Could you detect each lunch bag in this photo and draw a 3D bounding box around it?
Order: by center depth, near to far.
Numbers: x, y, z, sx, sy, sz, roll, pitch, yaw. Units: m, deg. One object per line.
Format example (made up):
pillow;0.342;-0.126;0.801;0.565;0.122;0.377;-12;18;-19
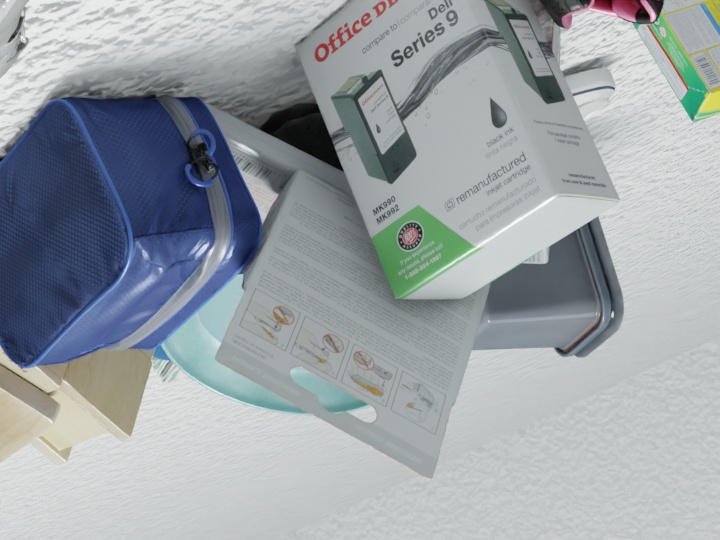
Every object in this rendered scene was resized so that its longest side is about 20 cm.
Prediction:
lunch bag;-0.160;-0.032;1.072;0.132;0.136;0.200;-8;157;-47

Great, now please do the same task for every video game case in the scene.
video game case;-0.077;-0.033;1.193;0.200;0.024;0.182;26;142;-19

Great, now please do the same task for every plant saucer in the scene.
plant saucer;-0.059;0.048;1.249;0.200;0.036;0.200;7;144;5

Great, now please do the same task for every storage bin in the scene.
storage bin;0.140;-0.013;1.512;0.134;0.200;0.146;-5;159;-21

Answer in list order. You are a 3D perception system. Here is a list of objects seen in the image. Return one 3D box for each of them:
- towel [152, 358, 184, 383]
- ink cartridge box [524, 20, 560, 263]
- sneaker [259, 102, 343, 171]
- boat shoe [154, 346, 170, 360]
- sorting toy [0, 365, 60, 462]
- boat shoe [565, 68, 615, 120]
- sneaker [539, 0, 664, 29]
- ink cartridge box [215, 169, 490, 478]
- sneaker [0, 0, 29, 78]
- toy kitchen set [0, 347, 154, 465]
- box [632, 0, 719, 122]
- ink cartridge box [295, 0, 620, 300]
towel;-0.106;0.063;1.675;0.200;0.031;0.149;-11;161;-40
ink cartridge box;0.130;-0.112;1.235;0.043;0.174;0.200;2;167;7
sneaker;0.018;-0.061;1.220;0.104;0.200;0.060;-36;-151;-4
boat shoe;-0.127;0.027;1.410;0.200;0.084;0.069;-25;-174;46
sorting toy;-0.359;0.111;1.154;0.199;0.070;0.200;37;131;-24
boat shoe;0.142;-0.107;1.403;0.200;0.066;0.072;-28;164;14
sneaker;0.188;-0.208;1.082;0.200;0.095;0.079;-16;161;-32
ink cartridge box;-0.008;0.039;1.063;0.057;0.162;0.200;-52;-168;46
sneaker;-0.204;-0.137;0.815;0.082;0.075;0.200;-30;179;-41
toy kitchen set;-0.283;0.031;1.235;0.163;0.181;0.200;-22;128;29
box;0.325;-0.201;1.263;0.200;0.117;0.048;-19;158;-17
ink cartridge box;0.059;-0.100;1.056;0.146;0.200;0.084;-34;159;33
